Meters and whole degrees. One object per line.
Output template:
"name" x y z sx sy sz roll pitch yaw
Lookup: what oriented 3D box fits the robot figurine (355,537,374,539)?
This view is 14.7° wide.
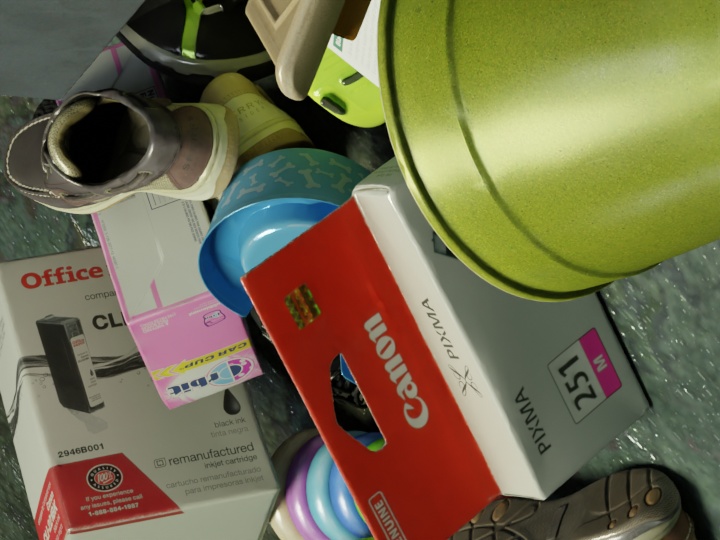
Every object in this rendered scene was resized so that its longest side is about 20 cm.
"robot figurine" 0.029 0.237 1.763 0.200 0.175 0.116 38 -152 -58

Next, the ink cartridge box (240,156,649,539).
"ink cartridge box" 0.049 0.039 1.502 0.043 0.173 0.201 0 122 55

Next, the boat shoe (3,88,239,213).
"boat shoe" -0.149 -0.072 1.580 0.199 0.065 0.072 4 81 50

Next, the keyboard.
"keyboard" -0.038 0.047 1.707 0.104 0.040 0.200 36 171 8

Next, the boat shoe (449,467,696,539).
"boat shoe" 0.112 0.176 1.627 0.199 0.076 0.072 -17 121 40

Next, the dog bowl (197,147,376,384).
"dog bowl" 0.000 0.000 1.566 0.200 0.050 0.111 32 132 -30

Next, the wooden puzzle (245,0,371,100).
"wooden puzzle" -0.001 -0.182 1.289 0.037 0.186 0.200 20 -166 -11

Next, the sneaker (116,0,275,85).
"sneaker" -0.121 -0.179 1.619 0.199 0.072 0.083 31 133 24

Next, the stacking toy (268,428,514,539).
"stacking toy" 0.027 0.134 1.755 0.200 0.085 0.086 -12 112 51

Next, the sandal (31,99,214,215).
"sandal" -0.138 -0.048 1.796 0.200 0.075 0.045 36 159 24

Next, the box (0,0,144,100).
"box" -0.192 -0.224 1.520 0.200 0.123 0.198 142 128 -57

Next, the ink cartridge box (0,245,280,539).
"ink cartridge box" -0.152 0.085 1.808 0.084 0.143 0.201 111 144 -56

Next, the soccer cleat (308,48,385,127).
"soccer cleat" -0.039 -0.168 1.531 0.200 0.065 0.084 52 -165 -3

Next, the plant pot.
"plant pot" 0.145 -0.098 1.221 0.192 0.200 0.201 -10 114 45

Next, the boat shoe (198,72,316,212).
"boat shoe" -0.062 -0.060 1.643 0.065 0.072 0.200 54 172 15

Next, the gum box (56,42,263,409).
"gum box" -0.125 -0.034 1.690 0.114 0.066 0.201 73 178 -61

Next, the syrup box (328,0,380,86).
"syrup box" 0.051 -0.128 1.414 0.200 0.079 0.082 41 150 23
